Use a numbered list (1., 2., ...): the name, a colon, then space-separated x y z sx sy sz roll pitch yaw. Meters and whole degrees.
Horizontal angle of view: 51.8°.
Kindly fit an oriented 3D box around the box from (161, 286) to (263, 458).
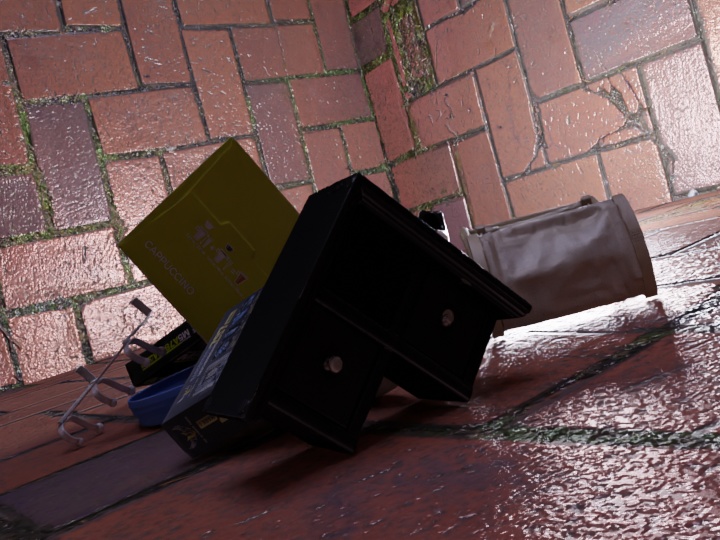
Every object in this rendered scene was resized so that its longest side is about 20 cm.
1. box: -0.094 0.073 0.728 0.156 0.051 0.201 -32 18 22

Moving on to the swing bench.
1. swing bench: 0.237 -0.013 0.938 0.194 0.133 0.200 -15 2 4

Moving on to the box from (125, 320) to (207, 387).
1. box: -0.254 0.120 1.225 0.191 0.048 0.199 -32 -13 20

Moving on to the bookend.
1. bookend: 0.011 0.068 0.596 0.092 0.197 0.203 -12 48 60

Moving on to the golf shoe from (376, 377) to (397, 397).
1. golf shoe: -0.038 0.113 0.720 0.198 0.079 0.097 -21 16 46

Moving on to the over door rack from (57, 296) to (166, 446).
1. over door rack: -0.332 0.136 1.009 0.148 0.066 0.200 -49 21 3

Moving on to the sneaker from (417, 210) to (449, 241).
1. sneaker: 0.080 -0.003 0.947 0.072 0.081 0.202 2 37 4

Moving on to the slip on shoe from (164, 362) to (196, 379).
1. slip on shoe: -0.219 0.144 1.176 0.195 0.063 0.074 -17 3 5

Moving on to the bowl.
1. bowl: -0.206 0.149 0.980 0.197 0.040 0.201 -22 3 1

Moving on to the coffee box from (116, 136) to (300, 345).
1. coffee box: -0.182 -0.024 1.005 0.200 0.200 0.198 -43 7 -9
